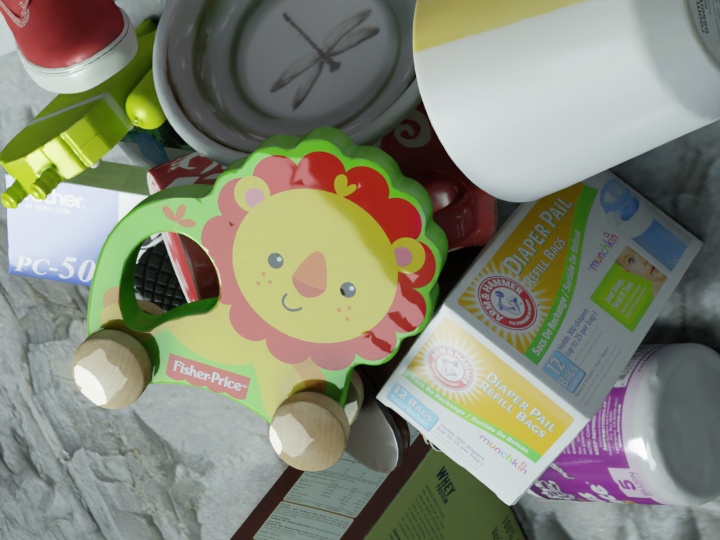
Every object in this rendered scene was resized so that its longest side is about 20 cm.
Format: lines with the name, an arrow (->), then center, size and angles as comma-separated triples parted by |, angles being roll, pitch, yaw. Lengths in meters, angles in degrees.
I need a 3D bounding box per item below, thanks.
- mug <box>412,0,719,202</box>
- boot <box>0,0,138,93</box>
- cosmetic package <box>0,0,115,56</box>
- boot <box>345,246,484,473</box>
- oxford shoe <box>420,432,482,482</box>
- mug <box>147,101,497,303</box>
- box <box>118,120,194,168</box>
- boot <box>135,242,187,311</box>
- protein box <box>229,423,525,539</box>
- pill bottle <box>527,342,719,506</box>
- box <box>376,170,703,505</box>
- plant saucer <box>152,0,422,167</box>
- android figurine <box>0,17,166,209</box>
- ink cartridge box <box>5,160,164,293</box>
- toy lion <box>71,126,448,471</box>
mug -> 0.122, -0.137, 0.821 | 0.153, 0.150, 0.187 | -12, 128, 43
boot -> -0.219, -0.204, 0.977 | 0.200, 0.072, 0.145 | 43, 163, 49
cosmetic package -> -0.257, -0.233, 1.168 | 0.199, 0.074, 0.102 | -7, 124, 48
boot -> 0.056, 0.047, 1.030 | 0.187, 0.199, 0.064 | 53, 141, 41
oxford shoe -> 0.053, 0.089, 1.110 | 0.070, 0.074, 0.200 | 13, -168, -27
mug -> -0.025, -0.050, 0.971 | 0.178, 0.199, 0.134 | 147, 103, -79
box -> -0.111, -0.096, 1.211 | 0.144, 0.036, 0.200 | 50, 147, -14
boot -> -0.078, 0.058, 1.165 | 0.199, 0.068, 0.131 | 19, 148, 13
protein box -> 0.021, 0.249, 1.336 | 0.134, 0.200, 0.199 | 6, 135, 42
pill bottle -> 0.167, 0.111, 1.096 | 0.199, 0.112, 0.113 | -7, 125, 50
box -> 0.115, 0.030, 0.955 | 0.112, 0.200, 0.102 | 37, 135, 4
plant saucer -> -0.029, -0.140, 0.939 | 0.199, 0.201, 0.050 | 22, 164, 28
android figurine -> -0.188, -0.119, 1.111 | 0.182, 0.200, 0.041 | -11, 126, 49
ink cartridge box -> -0.173, -0.031, 1.189 | 0.199, 0.044, 0.094 | 9, 124, 3
toy lion -> -0.055, 0.006, 0.885 | 0.199, 0.069, 0.193 | 16, 112, 6
